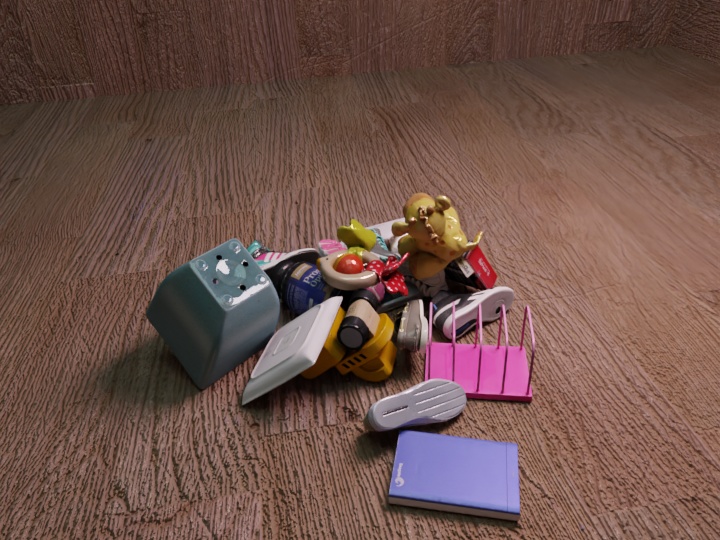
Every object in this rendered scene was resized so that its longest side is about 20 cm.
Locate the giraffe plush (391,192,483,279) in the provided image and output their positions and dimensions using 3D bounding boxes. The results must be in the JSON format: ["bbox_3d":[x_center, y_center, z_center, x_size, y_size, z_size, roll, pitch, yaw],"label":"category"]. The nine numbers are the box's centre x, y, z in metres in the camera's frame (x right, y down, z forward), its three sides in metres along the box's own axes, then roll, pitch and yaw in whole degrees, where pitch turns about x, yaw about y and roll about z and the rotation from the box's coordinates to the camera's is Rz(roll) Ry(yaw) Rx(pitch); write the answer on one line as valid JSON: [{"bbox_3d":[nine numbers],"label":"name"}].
[{"bbox_3d":[0.138,-0.084,1.275,0.174,0.162,0.199,-50,42,-4],"label":"giraffe plush"}]

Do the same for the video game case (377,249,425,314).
[{"bbox_3d":[0.050,0.024,1.461,0.177,0.024,0.200,-18,36,-24],"label":"video game case"}]

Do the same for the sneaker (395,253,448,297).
[{"bbox_3d":[0.116,-0.013,1.419,0.197,0.083,0.074,23,41,37],"label":"sneaker"}]

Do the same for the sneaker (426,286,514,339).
[{"bbox_3d":[0.225,0.065,1.332,0.195,0.075,0.111,-21,35,-27],"label":"sneaker"}]

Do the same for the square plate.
[{"bbox_3d":[-0.131,0.142,1.173,0.195,0.029,0.202,-32,19,30],"label":"square plate"}]

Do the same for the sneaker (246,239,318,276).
[{"bbox_3d":[-0.206,-0.028,1.514,0.195,0.086,0.121,-20,45,-24],"label":"sneaker"}]

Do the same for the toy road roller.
[{"bbox_3d":[-0.018,0.150,1.200,0.197,0.147,0.124,-32,18,29],"label":"toy road roller"}]

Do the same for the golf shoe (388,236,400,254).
[{"bbox_3d":[0.159,-0.066,1.534,0.195,0.074,0.092,-16,48,-32],"label":"golf shoe"}]

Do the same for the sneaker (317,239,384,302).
[{"bbox_3d":[-0.027,0.018,1.396,0.198,0.089,0.073,39,42,23],"label":"sneaker"}]

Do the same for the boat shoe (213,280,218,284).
[{"bbox_3d":[-0.318,0.078,1.375,0.090,0.076,0.203,-21,35,16],"label":"boat shoe"}]

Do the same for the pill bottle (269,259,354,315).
[{"bbox_3d":[-0.103,0.048,1.349,0.196,0.115,0.111,21,38,33],"label":"pill bottle"}]

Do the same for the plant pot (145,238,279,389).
[{"bbox_3d":[-0.267,0.057,1.192,0.196,0.201,0.195,47,49,12],"label":"plant pot"}]

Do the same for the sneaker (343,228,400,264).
[{"bbox_3d":[0.027,-0.056,1.434,0.197,0.077,0.093,18,73,48],"label":"sneaker"}]

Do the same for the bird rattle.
[{"bbox_3d":[0.000,0.000,1.263,0.159,0.115,0.200,-19,43,-25],"label":"bird rattle"}]

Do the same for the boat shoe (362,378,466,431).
[{"bbox_3d":[0.092,0.233,1.081,0.194,0.074,0.062,-4,-16,-27],"label":"boat shoe"}]

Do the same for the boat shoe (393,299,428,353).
[{"bbox_3d":[0.097,0.105,1.246,0.058,0.075,0.202,4,15,-1],"label":"boat shoe"}]

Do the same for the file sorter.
[{"bbox_3d":[0.218,0.141,1.159,0.192,0.129,0.140,2,32,8],"label":"file sorter"}]

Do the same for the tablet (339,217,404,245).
[{"bbox_3d":[0.028,-0.092,1.577,0.196,0.014,0.130,-12,20,43],"label":"tablet"}]

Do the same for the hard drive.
[{"bbox_3d":[0.149,0.317,0.981,0.193,0.026,0.133,4,33,11],"label":"hard drive"}]

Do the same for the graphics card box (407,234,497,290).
[{"bbox_3d":[0.201,-0.028,1.403,0.197,0.126,0.052,19,68,49],"label":"graphics card box"}]
